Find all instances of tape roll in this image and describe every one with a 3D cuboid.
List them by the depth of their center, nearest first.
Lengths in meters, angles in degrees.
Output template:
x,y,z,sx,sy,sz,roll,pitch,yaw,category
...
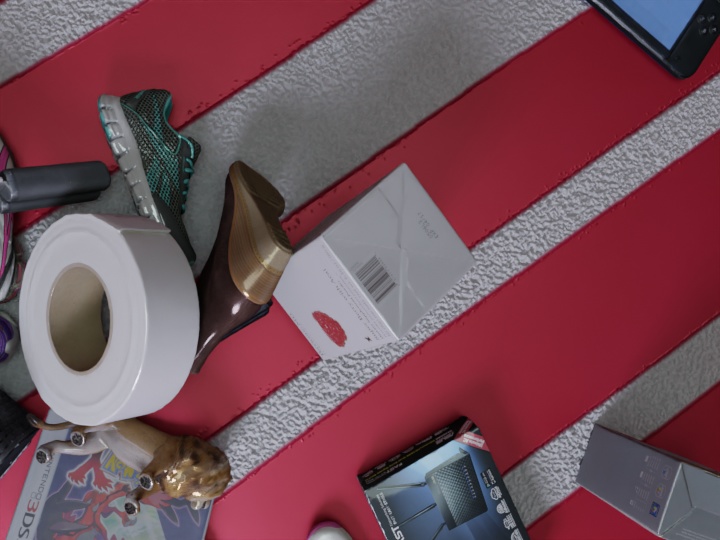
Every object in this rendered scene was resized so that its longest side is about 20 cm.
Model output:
x,y,z,sx,sy,sz,roll,pitch,yaw,category
-0.251,0.045,0.811,0.198,0.070,0.209,0,90,35,tape roll

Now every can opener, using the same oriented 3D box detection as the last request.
x,y,z,sx,sy,sz,roll,pitch,yaw,category
-0.348,-0.096,0.813,0.198,0.053,0.068,-16,81,-48,can opener

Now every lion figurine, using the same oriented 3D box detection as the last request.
x,y,z,sx,sy,sz,roll,pitch,yaw,category
-0.231,0.182,0.842,0.197,0.122,0.074,32,111,9,lion figurine

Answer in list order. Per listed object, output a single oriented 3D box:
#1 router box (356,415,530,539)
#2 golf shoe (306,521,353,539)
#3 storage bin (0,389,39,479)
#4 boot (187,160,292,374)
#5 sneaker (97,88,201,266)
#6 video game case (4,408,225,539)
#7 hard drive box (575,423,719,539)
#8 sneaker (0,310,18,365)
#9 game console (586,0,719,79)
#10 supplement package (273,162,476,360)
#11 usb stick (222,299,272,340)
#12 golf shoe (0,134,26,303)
x,y,z,sx,sy,sz,roll,pitch,yaw,category
0.103,0.292,0.930,0.147,0.062,0.204,-27,94,-7,router box
-0.014,0.381,0.899,0.073,0.091,0.205,-15,91,-7,golf shoe
-0.424,0.212,0.808,0.093,0.135,0.201,39,85,-7,storage bin
-0.147,-0.011,0.856,0.072,0.201,0.167,31,110,-32,boot
-0.206,-0.104,0.874,0.089,0.077,0.204,-22,91,-16,sneaker
-0.258,0.258,0.861,0.195,0.023,0.187,16,66,-9,video game case
0.352,0.247,0.900,0.153,0.200,0.079,21,87,-9,hard drive box
-0.451,0.049,0.831,0.195,0.083,0.083,12,88,-8,sneaker
0.373,-0.356,0.942,0.198,0.118,0.172,36,85,-7,game console
0.000,0.000,0.831,0.119,0.199,0.122,-42,96,-24,supplement package
-0.189,0.068,0.898,0.197,0.033,0.056,-31,91,-7,usb stick
-0.390,-0.066,0.836,0.071,0.092,0.206,-11,90,-4,golf shoe
